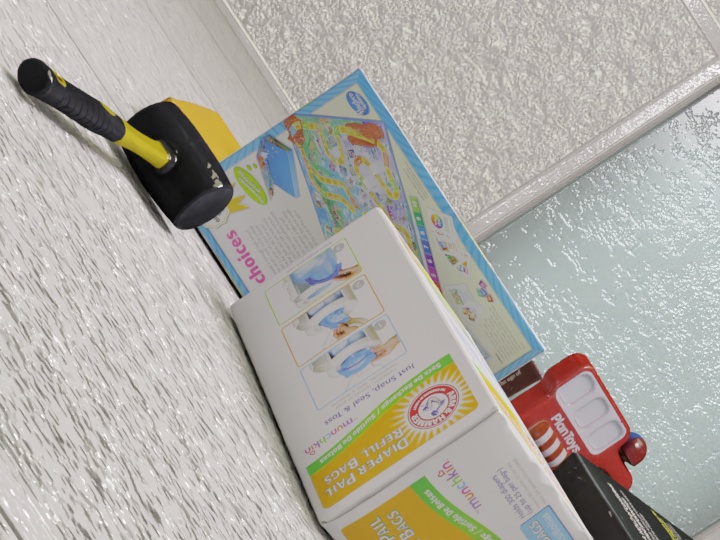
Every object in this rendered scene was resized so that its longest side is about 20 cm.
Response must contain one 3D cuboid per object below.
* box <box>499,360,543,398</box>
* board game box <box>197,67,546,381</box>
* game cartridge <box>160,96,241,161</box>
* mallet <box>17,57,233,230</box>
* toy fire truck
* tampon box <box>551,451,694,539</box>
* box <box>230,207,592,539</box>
[{"bbox_3d":[0.029,0.010,1.268,0.200,0.100,0.075,58,3,-16],"label":"box"},{"bbox_3d":[0.000,0.000,1.104,0.200,0.134,0.034,57,3,1],"label":"board game box"},{"bbox_3d":[-0.076,-0.033,1.260,0.177,0.032,0.200,57,6,1],"label":"game cartridge"},{"bbox_3d":[-0.114,-0.061,0.918,0.066,0.041,0.200,54,7,10],"label":"mallet"},{"bbox_3d":[0.187,0.187,1.769,0.200,0.168,0.112,54,4,-36],"label":"toy fire truck"},{"bbox_3d":[0.158,0.224,1.000,0.200,0.126,0.150,37,14,-34],"label":"tampon box"},{"bbox_3d":[0.022,0.077,0.960,0.113,0.101,0.200,54,4,-34],"label":"box"}]
